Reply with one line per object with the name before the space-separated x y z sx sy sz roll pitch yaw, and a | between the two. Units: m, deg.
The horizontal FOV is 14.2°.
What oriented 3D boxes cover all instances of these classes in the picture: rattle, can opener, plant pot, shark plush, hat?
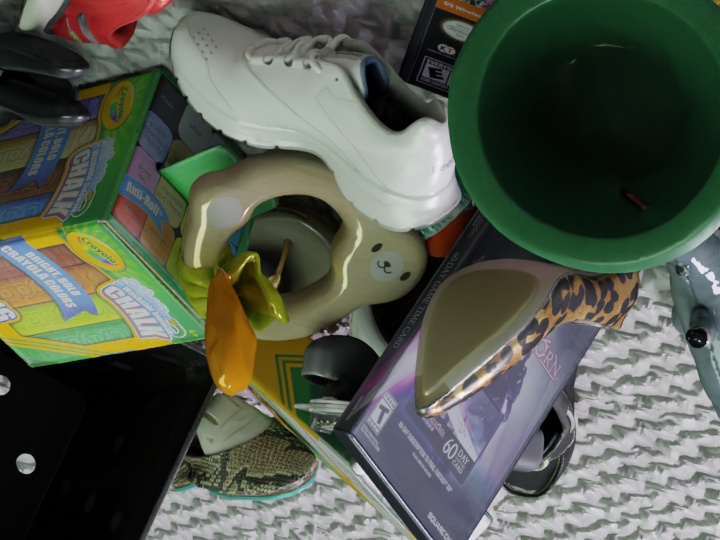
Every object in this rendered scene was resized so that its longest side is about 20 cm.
rattle | 0.000 0.000 1.696 0.199 0.131 0.143 3 -167 -15
can opener | -0.198 -0.116 1.706 0.078 0.064 0.200 -14 -172 -20
plant pot | -0.241 0.111 1.981 0.199 0.200 0.177 29 166 -16
shark plush | 0.217 0.018 1.736 0.090 0.084 0.200 5 144 18
hat | 0.146 -0.086 1.613 0.199 0.166 0.176 19 -173 20
can opener | 0.039 0.082 1.791 0.053 0.067 0.199 -2 170 42

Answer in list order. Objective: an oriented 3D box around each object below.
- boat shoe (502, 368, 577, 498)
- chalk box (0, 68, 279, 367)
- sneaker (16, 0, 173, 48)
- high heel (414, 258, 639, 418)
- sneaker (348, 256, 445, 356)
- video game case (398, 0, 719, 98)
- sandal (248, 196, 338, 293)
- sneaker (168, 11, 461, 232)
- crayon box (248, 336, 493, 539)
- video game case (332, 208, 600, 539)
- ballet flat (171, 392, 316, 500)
boat shoe | 0.108 0.100 1.917 0.071 0.068 0.200 11 147 6
chalk box | -0.147 -0.033 1.791 0.199 0.124 0.124 -10 137 36
sneaker | -0.132 -0.185 1.628 0.085 0.077 0.200 19 157 -11
high heel | 0.103 0.044 1.725 0.071 0.200 0.143 18 148 33
sneaker | 0.013 0.024 1.848 0.084 0.073 0.201 26 144 42
video game case | 0.135 -0.133 1.613 0.199 0.026 0.181 19 146 -1
sandal | -0.080 0.010 1.883 0.082 0.055 0.200 39 141 -28
sneaker | -0.022 -0.105 1.665 0.199 0.075 0.087 28 139 18
crayon box | -0.009 0.105 1.926 0.126 0.052 0.200 49 172 -38
video game case | 0.071 0.060 1.762 0.019 0.200 0.143 15 152 42
ballet flat | -0.100 0.117 1.999 0.200 0.068 0.076 -3 116 63
